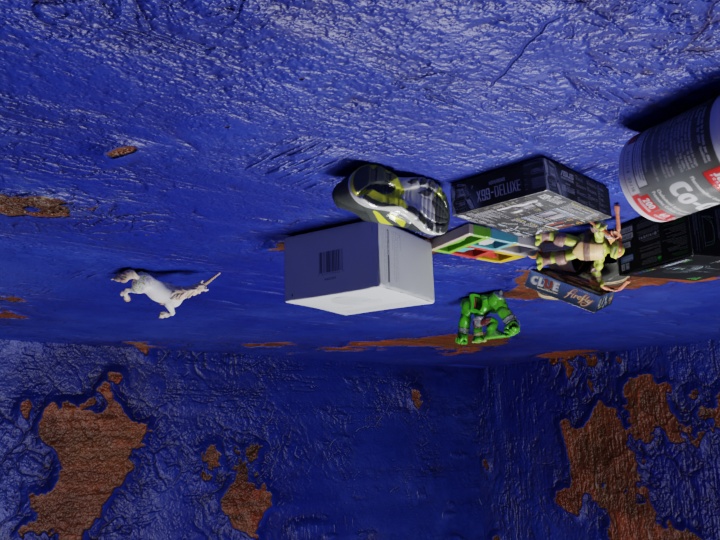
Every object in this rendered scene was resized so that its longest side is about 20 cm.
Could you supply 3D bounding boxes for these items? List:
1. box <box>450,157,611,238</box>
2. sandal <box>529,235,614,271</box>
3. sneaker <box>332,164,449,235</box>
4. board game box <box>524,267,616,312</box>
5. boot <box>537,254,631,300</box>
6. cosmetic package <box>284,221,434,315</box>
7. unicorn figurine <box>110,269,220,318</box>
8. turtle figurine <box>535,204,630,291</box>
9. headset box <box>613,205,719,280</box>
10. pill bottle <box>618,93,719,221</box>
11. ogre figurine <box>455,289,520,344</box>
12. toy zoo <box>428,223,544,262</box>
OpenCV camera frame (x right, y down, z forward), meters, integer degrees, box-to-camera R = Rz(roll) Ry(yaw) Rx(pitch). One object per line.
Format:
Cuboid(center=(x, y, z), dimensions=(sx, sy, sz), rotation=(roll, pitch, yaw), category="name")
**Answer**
Cuboid(center=(0.253, -0.101, 1.156), dimensions=(0.157, 0.050, 0.199), rotation=(-14, 163, 42), category="box")
Cuboid(center=(0.409, -0.030, 1.474), dimensions=(0.205, 0.060, 0.079), rotation=(-10, 165, 35), category="sandal")
Cuboid(center=(0.046, -0.100, 1.117), dimensions=(0.199, 0.075, 0.084), rotation=(20, 162, -38), category="sneaker")
Cuboid(center=(0.401, 0.033, 1.483), dimensions=(0.135, 0.035, 0.200), rotation=(22, -169, 23), category="board game box")
Cuboid(center=(0.449, -0.003, 1.604), dimensions=(0.198, 0.078, 0.138), rotation=(-19, 158, 17), category="boot")
Cuboid(center=(0.000, 0.000, 1.407), dimensions=(0.198, 0.124, 0.199), rotation=(-9, 164, 31), category="cosmetic package")
Cuboid(center=(-0.415, 0.044, 1.649), dimensions=(0.199, 0.075, 0.137), rotation=(13, 151, -31), category="unicorn figurine")
Cuboid(center=(0.386, -0.046, 1.357), dimensions=(0.160, 0.065, 0.201), rotation=(4, 138, 21), category="turtle figurine")
Cuboid(center=(0.577, -0.045, 1.357), dimensions=(0.198, 0.094, 0.174), rotation=(3, 167, -25), category="headset box")
Cuboid(center=(0.401, -0.134, 0.883), dimensions=(0.113, 0.115, 0.200), rotation=(4, 166, -25), category="pill bottle")
Cuboid(center=(0.317, 0.119, 1.995), dimensions=(0.097, 0.121, 0.200), rotation=(-2, 170, -20), category="ogre figurine")
Cuboid(center=(0.244, -0.046, 1.446), dimensions=(0.198, 0.021, 0.131), rotation=(9, 164, -27), category="toy zoo")
